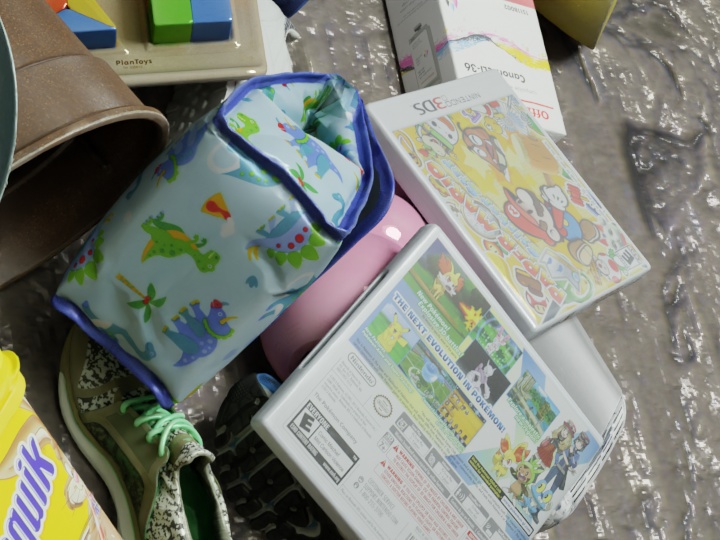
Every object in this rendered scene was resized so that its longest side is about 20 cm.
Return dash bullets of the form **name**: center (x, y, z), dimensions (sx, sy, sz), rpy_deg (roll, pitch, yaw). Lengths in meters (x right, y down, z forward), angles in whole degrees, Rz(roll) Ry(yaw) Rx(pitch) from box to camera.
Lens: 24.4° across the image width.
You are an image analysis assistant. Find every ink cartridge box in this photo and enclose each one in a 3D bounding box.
- **ink cartridge box**: center (0.097, -0.156, 1.364), dimensions (0.116, 0.067, 0.202), rpy_deg (7, 63, -38)

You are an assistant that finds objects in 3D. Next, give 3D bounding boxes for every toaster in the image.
- **toaster**: center (0.106, 0.105, 1.193), dimensions (0.129, 0.113, 0.200), rpy_deg (51, 41, -9)

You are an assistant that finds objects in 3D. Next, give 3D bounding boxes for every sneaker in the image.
- **sneaker**: center (-0.117, 0.109, 1.014), dimensions (0.077, 0.088, 0.201), rpy_deg (-13, 76, -44)
- **sneaker**: center (-0.020, 0.145, 1.102), dimensions (0.200, 0.078, 0.090), rpy_deg (53, 34, -17)
- **sneaker**: center (-0.087, -0.122, 1.187), dimensions (0.080, 0.076, 0.201), rpy_deg (36, 49, -33)

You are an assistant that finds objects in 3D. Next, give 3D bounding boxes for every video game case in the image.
- **video game case**: center (0.049, 0.104, 1.070), dimensions (0.182, 0.022, 0.200), rpy_deg (-48, 109, -25)
- **video game case**: center (0.107, -0.054, 1.214), dimensions (0.201, 0.023, 0.182), rpy_deg (54, 37, 11)

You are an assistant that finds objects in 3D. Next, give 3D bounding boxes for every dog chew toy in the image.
- **dog chew toy**: center (0.000, 0.000, 1.160), dimensions (0.124, 0.124, 0.201), rpy_deg (35, 40, -20)

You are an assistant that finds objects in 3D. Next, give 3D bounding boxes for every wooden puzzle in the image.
- **wooden puzzle**: center (-0.164, -0.214, 1.131), dimensions (0.184, 0.046, 0.201), rpy_deg (-5, 65, -11)

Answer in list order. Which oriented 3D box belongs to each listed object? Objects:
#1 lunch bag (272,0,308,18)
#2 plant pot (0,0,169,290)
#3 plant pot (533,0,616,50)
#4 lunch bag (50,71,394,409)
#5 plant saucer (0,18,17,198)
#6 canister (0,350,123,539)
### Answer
- **lunch bag**: center (-0.046, -0.303, 1.274), dimensions (0.132, 0.136, 0.201), rpy_deg (42, 47, -14)
- **plant pot**: center (-0.247, -0.106, 0.960), dimensions (0.200, 0.200, 0.199), rpy_deg (-29, 80, -46)
- **plant pot**: center (0.182, -0.314, 1.463), dimensions (0.141, 0.201, 0.201), rpy_deg (24, 47, 5)
- **lunch bag**: center (-0.076, -0.032, 1.030), dimensions (0.127, 0.170, 0.200), rpy_deg (43, 22, -9)
- **plant saucer**: center (-0.246, -0.075, 0.845), dimensions (0.039, 0.200, 0.202), rpy_deg (5, 60, -66)
- **canister**: center (-0.194, 0.156, 0.873), dimensions (0.201, 0.086, 0.149), rpy_deg (63, 35, -33)
